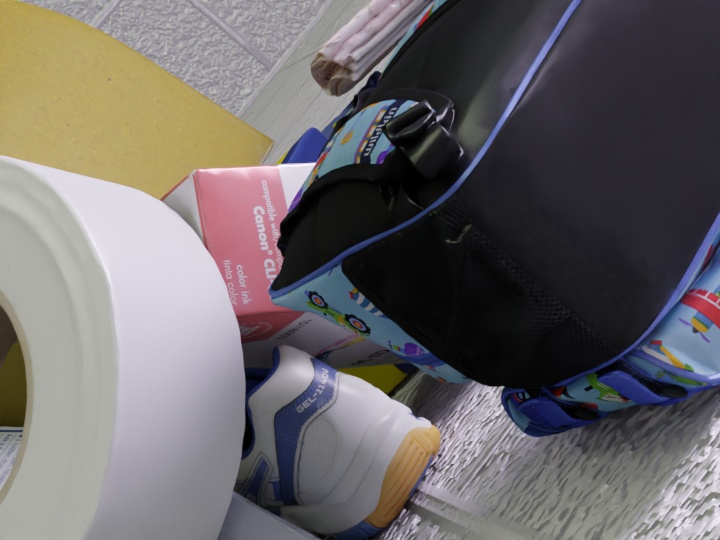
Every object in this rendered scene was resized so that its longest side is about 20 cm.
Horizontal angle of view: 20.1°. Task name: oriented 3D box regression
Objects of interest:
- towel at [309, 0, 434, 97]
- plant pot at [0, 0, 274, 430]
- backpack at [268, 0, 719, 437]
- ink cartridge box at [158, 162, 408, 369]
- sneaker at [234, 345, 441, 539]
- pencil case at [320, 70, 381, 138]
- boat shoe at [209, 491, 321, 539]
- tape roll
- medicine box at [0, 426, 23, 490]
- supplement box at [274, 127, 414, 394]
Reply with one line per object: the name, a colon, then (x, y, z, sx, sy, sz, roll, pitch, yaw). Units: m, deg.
towel: (0.053, -0.175, 1.156, 0.200, 0.032, 0.191, -42, 5, 0)
plant pot: (-0.202, -0.028, 1.060, 0.195, 0.200, 0.194, -44, 11, 38)
backpack: (0.062, -0.033, 0.710, 0.183, 0.134, 0.200, -55, 11, -25)
ink cartridge box: (0.000, 0.000, 0.896, 0.199, 0.068, 0.116, -5, -15, -29)
sneaker: (-0.041, 0.080, 0.902, 0.075, 0.088, 0.200, -58, 11, -31)
pencil case: (-0.020, -0.027, 1.256, 0.200, 0.087, 0.078, -48, 47, 14)
boat shoe: (-0.077, 0.115, 0.829, 0.200, 0.072, 0.062, 15, 70, 52)
tape roll: (-0.141, 0.057, 0.810, 0.071, 0.203, 0.202, 11, -49, -49)
medicine box: (-0.195, 0.165, 0.947, 0.199, 0.103, 0.182, 0, 32, 19)
supplement box: (-0.058, 0.044, 1.055, 0.200, 0.109, 0.109, -44, 11, 30)
